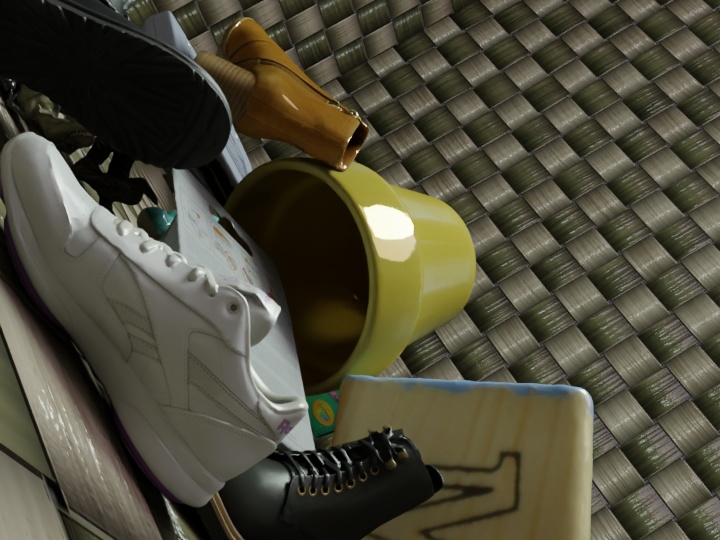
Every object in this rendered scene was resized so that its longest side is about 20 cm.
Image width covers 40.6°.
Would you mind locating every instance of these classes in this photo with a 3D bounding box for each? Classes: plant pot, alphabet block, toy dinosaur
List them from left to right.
[{"bbox_3d":[-0.268,-0.161,0.756,0.200,0.047,0.088,49,-15,39],"label":"toy dinosaur"},{"bbox_3d":[0.000,0.000,0.874,0.189,0.201,0.201,-6,55,-47],"label":"plant pot"},{"bbox_3d":[0.081,0.214,0.761,0.195,0.196,0.200,67,28,-56],"label":"alphabet block"}]

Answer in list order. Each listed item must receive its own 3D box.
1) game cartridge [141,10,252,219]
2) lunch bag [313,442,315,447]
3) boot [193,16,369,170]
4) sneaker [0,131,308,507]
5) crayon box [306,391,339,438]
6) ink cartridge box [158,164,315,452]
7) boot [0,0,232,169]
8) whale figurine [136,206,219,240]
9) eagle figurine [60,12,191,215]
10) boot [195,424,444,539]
[{"bbox_3d":[-0.142,-0.129,0.890,0.200,0.041,0.133,66,8,-48],"label":"game cartridge"},{"bbox_3d":[-0.114,0.138,1.086,0.200,0.075,0.160,-135,-158,-72],"label":"lunch bag"},{"bbox_3d":[-0.060,-0.141,0.806,0.144,0.071,0.201,28,21,-6],"label":"boot"},{"bbox_3d":[-0.101,0.013,0.484,0.200,0.100,0.075,60,-3,-10],"label":"sneaker"},{"bbox_3d":[-0.063,0.063,1.038,0.119,0.058,0.200,-135,-153,-73],"label":"crayon box"},{"bbox_3d":[-0.101,0.035,0.687,0.162,0.050,0.200,51,16,-47],"label":"ink cartridge box"},{"bbox_3d":[-0.178,-0.167,0.698,0.211,0.079,0.158,31,24,-14],"label":"boot"},{"bbox_3d":[-0.164,-0.002,0.990,0.159,0.104,0.200,61,-8,-10],"label":"whale figurine"},{"bbox_3d":[-0.227,-0.165,0.903,0.151,0.200,0.152,18,-18,-35],"label":"eagle figurine"},{"bbox_3d":[-0.030,0.121,0.607,0.078,0.138,0.200,56,-6,34],"label":"boot"}]
